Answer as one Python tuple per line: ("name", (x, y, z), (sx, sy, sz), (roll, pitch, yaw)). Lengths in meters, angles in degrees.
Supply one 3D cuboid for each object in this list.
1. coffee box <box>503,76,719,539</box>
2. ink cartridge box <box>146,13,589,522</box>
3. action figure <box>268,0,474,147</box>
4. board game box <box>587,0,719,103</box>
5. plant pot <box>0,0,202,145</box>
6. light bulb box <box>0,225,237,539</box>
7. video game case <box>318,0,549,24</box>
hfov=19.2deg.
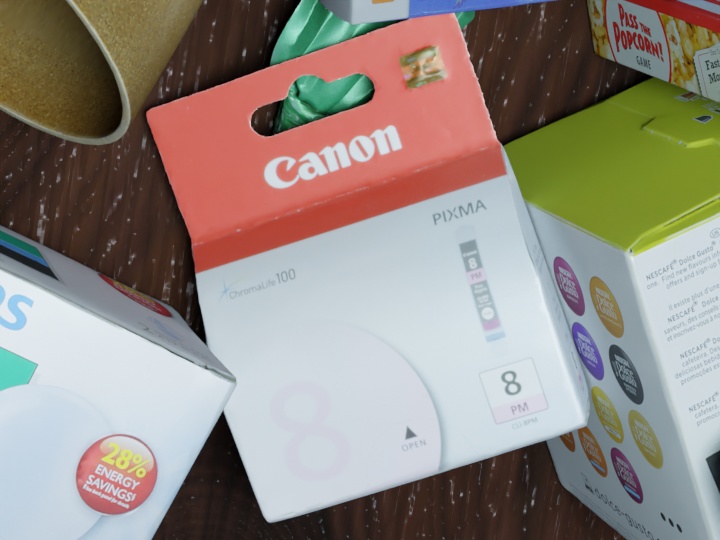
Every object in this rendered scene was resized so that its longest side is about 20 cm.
("coffee box", (0.195, 0.014, 1.044), (0.199, 0.200, 0.198), (-25, 111, -13))
("ink cartridge box", (0.000, 0.000, 0.991), (0.162, 0.057, 0.201), (-18, 104, 11))
("action figure", (0.015, -0.141, 1.016), (0.118, 0.055, 0.200), (30, 96, -26))
("board game box", (0.220, -0.124, 1.018), (0.151, 0.200, 0.046), (-18, 112, -17))
("plant pot", (-0.112, -0.188, 0.902), (0.186, 0.186, 0.200), (47, 68, -24))
("light bulb box", (-0.195, 0.079, 0.953), (0.198, 0.125, 0.200), (27, 94, -24))
("video game case", (0.079, -0.212, 0.958), (0.199, 0.045, 0.182), (-10, 116, -20))
